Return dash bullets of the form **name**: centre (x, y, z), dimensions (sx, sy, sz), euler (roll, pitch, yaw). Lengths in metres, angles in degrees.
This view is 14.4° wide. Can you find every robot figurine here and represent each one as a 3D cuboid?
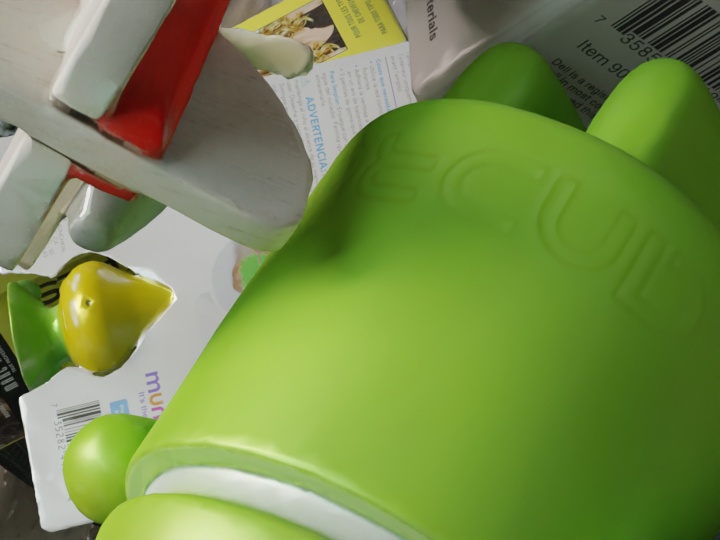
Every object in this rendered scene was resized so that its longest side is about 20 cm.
- **robot figurine**: centre (0.017, 0.046, 0.611), dimensions (0.175, 0.116, 0.201), euler (10, 56, 36)

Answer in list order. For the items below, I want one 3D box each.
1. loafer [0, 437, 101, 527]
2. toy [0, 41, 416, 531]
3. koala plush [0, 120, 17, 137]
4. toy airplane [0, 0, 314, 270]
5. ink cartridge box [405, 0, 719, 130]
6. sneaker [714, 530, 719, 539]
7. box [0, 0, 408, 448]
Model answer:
- **loafer**: centre (-0.059, 0.051, 0.893), dimensions (0.199, 0.072, 0.063), euler (20, 64, 45)
- **toy**: centre (0.000, 0.000, 0.799), dimensions (0.199, 0.047, 0.116), euler (-12, 71, 0)
- **koala plush**: centre (-0.151, -0.066, 0.955), dimensions (0.177, 0.183, 0.201), euler (-46, 39, 21)
- **toy airplane**: centre (-0.026, -0.085, 0.628), dimensions (0.200, 0.140, 0.201), euler (21, 98, 64)
- **ink cartridge box**: centre (0.129, -0.087, 0.683), dimensions (0.199, 0.145, 0.084), euler (-32, 46, 33)
- **sneaker**: centre (0.098, 0.099, 0.671), dimensions (0.130, 0.079, 0.201), euler (-41, 42, 33)
- **box**: centre (-0.068, -0.011, 0.857), dimensions (0.199, 0.075, 0.050), euler (-27, 41, 0)
